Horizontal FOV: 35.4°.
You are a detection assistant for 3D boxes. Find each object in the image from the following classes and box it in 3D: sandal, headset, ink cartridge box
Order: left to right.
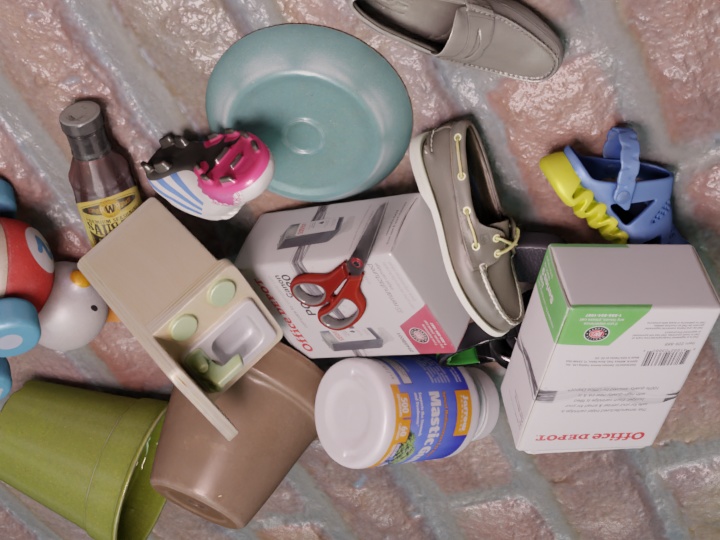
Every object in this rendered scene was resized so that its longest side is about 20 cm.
[{"bbox_3d":[-0.005,0.010,1.112,0.199,0.085,0.146,-4,135,38],"label":"ink cartridge box"},{"bbox_3d":[0.109,-0.027,1.123,0.198,0.043,0.076,10,142,4],"label":"sandal"},{"bbox_3d":[0.175,0.076,1.154,0.198,0.095,0.124,-12,165,-12],"label":"headset"},{"bbox_3d":[0.224,0.075,1.048,0.144,0.085,0.201,0,135,-12],"label":"ink cartridge box"},{"bbox_3d":[0.259,-0.061,1.048,0.087,0.080,0.199,-42,121,19],"label":"sandal"}]

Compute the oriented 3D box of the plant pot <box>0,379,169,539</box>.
[{"bbox_3d":[-0.329,0.216,1.343,0.188,0.201,0.201,19,135,9],"label":"plant pot"}]

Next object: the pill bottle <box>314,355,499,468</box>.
[{"bbox_3d":[0.057,0.147,1.200,0.199,0.113,0.112,2,146,-44],"label":"pill bottle"}]

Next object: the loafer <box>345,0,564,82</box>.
[{"bbox_3d":[0.078,-0.201,0.944,0.198,0.070,0.070,19,133,-9],"label":"loafer"}]

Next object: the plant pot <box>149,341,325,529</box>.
[{"bbox_3d":[-0.139,0.176,1.219,0.199,0.176,0.201,22,158,9],"label":"plant pot"}]

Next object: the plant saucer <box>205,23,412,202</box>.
[{"bbox_3d":[-0.051,-0.133,1.053,0.198,0.036,0.201,5,134,5],"label":"plant saucer"}]

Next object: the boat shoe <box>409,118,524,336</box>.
[{"bbox_3d":[0.109,-0.039,1.038,0.060,0.072,0.203,-20,93,36],"label":"boat shoe"}]

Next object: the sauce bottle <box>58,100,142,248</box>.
[{"bbox_3d":[-0.253,-0.074,1.120,0.065,0.066,0.201,-1,134,10],"label":"sauce bottle"}]

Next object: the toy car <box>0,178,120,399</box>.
[{"bbox_3d":[-0.328,0.025,1.187,0.198,0.186,0.177,4,141,-37],"label":"toy car"}]

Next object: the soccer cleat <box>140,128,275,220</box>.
[{"bbox_3d":[-0.126,-0.083,1.048,0.199,0.070,0.086,12,151,52],"label":"soccer cleat"}]

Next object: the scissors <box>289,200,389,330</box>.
[{"bbox_3d":[0.000,0.000,1.018,0.073,0.014,0.200,38,141,-9],"label":"scissors"}]

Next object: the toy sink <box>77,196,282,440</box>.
[{"bbox_3d":[-0.160,0.042,1.091,0.112,0.200,0.131,-42,139,-8],"label":"toy sink"}]
